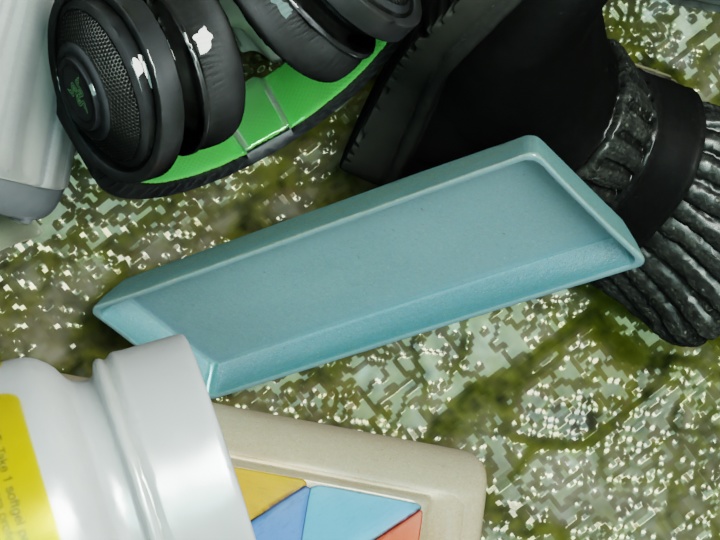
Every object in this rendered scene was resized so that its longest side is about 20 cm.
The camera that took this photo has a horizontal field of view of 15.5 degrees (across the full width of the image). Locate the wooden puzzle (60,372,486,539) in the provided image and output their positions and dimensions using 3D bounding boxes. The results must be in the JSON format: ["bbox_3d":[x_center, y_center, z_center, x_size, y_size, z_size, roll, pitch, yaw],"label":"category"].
[{"bbox_3d":[-0.052,0.133,0.947,0.184,0.037,0.201,11,60,-5],"label":"wooden puzzle"}]

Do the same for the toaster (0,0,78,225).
[{"bbox_3d":[-0.174,-0.102,0.871,0.199,0.114,0.130,14,97,-24],"label":"toaster"}]

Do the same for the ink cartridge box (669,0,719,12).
[{"bbox_3d":[0.133,-0.197,0.911,0.084,0.146,0.201,-17,101,-3],"label":"ink cartridge box"}]

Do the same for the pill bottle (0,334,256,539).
[{"bbox_3d":[-0.139,0.096,0.876,0.199,0.114,0.115,-18,100,-6],"label":"pill bottle"}]

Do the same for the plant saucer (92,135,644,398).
[{"bbox_3d":[0.000,0.000,0.935,0.200,0.019,0.070,-19,136,33],"label":"plant saucer"}]

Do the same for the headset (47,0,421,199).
[{"bbox_3d":[-0.047,-0.091,0.829,0.123,0.200,0.094,-30,75,-7],"label":"headset"}]

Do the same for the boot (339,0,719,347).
[{"bbox_3d":[0.092,-0.057,0.913,0.157,0.211,0.080,27,68,-4],"label":"boot"}]

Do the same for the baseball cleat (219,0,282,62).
[{"bbox_3d":[-0.030,-0.149,0.870,0.106,0.200,0.070,-28,60,0],"label":"baseball cleat"}]

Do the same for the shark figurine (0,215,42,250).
[{"bbox_3d":[-0.168,0.040,0.958,0.128,0.090,0.215,-14,112,-7],"label":"shark figurine"}]
